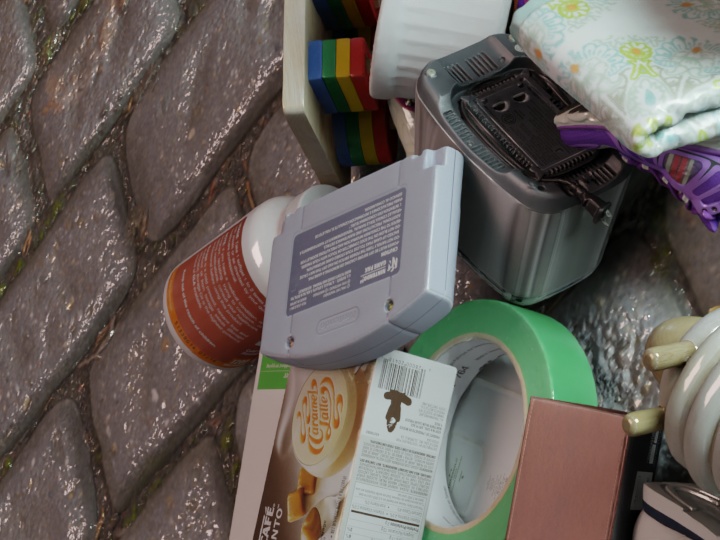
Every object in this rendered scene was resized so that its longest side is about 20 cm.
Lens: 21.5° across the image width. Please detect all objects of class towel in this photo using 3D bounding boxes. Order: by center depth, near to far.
[{"bbox_3d":[0.224,-0.153,1.271,0.171,0.198,0.049,-131,28,-50],"label":"towel"}]

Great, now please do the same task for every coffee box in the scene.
[{"bbox_3d":[-0.010,0.158,1.418,0.114,0.079,0.202,4,79,56],"label":"coffee box"}]

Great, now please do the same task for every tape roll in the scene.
[{"bbox_3d":[0.091,0.124,1.405,0.200,0.048,0.203,-25,57,48],"label":"tape roll"}]

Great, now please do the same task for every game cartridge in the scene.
[{"bbox_3d":[0.000,0.000,1.379,0.199,0.041,0.134,-21,52,49],"label":"game cartridge"}]

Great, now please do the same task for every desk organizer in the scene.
[{"bbox_3d":[0.145,0.190,1.291,0.076,0.072,0.202,10,90,27],"label":"desk organizer"}]

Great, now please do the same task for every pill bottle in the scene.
[{"bbox_3d":[-0.080,0.004,1.685,0.199,0.111,0.113,-33,51,44],"label":"pill bottle"}]

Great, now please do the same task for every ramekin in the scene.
[{"bbox_3d":[0.075,-0.225,1.501,0.200,0.097,0.203,14,-90,-86],"label":"ramekin"}]

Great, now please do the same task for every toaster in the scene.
[{"bbox_3d":[0.119,-0.067,1.396,0.200,0.113,0.130,48,150,30],"label":"toaster"}]

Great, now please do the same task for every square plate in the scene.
[{"bbox_3d":[0.084,0.157,1.467,0.198,0.028,0.202,19,92,56],"label":"square plate"}]

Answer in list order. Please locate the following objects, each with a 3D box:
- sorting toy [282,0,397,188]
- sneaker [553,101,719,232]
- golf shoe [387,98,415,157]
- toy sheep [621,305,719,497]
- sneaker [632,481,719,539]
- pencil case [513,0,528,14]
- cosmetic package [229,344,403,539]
[{"bbox_3d":[-0.011,-0.190,1.624,0.069,0.199,0.202,-4,70,10],"label":"sorting toy"},{"bbox_3d":[0.220,-0.072,1.279,0.198,0.080,0.084,17,115,29],"label":"sneaker"},{"bbox_3d":[0.057,-0.099,1.573,0.201,0.075,0.092,-107,29,-50],"label":"golf shoe"},{"bbox_3d":[0.251,0.090,1.173,0.200,0.137,0.139,43,111,41],"label":"toy sheep"},{"bbox_3d":[0.239,0.207,1.202,0.200,0.076,0.081,41,118,61],"label":"sneaker"},{"bbox_3d":[0.176,-0.278,1.471,0.088,0.088,0.202,7,84,55],"label":"pencil case"},{"bbox_3d":[-0.037,0.153,1.588,0.107,0.084,0.202,-7,70,50],"label":"cosmetic package"}]
